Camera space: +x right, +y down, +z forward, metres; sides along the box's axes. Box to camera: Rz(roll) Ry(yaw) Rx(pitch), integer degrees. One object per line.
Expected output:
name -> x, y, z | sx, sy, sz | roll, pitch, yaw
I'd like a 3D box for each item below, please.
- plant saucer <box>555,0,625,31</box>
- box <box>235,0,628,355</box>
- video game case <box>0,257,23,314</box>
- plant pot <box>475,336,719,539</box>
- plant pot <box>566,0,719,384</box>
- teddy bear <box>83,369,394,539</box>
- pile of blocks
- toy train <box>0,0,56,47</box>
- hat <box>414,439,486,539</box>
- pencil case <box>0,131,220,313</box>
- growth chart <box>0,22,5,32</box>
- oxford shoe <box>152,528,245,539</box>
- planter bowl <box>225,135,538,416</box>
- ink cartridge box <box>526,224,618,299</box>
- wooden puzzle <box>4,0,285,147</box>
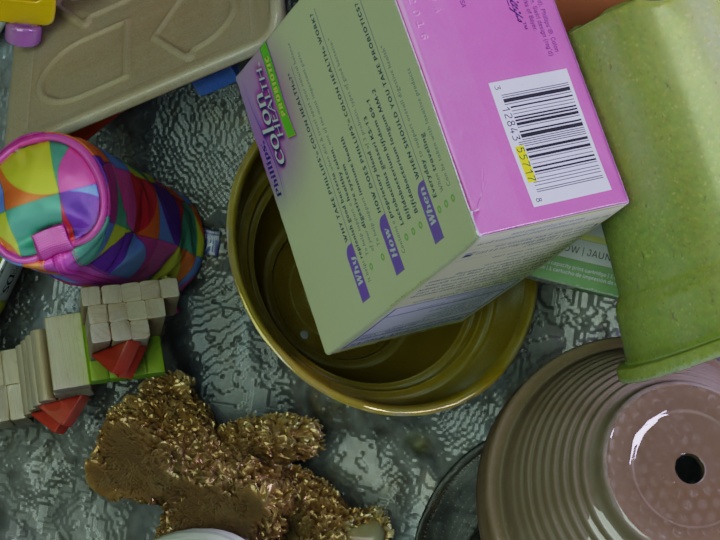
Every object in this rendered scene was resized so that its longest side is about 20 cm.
plant saucer -> 0.121, -0.181, 1.235 | 0.199, 0.038, 0.201 | 0, 65, -1
box -> 0.032, -0.073, 1.145 | 0.096, 0.200, 0.177 | -12, 76, -28
video game case -> -0.317, 0.005, 1.374 | 0.199, 0.025, 0.182 | 30, 97, 27
plant pot -> 0.171, 0.124, 1.195 | 0.199, 0.093, 0.202 | 4, 68, -9
plant pot -> 0.196, -0.063, 1.121 | 0.199, 0.200, 0.185 | -22, 90, 13
teddy bear -> -0.073, 0.145, 1.321 | 0.199, 0.067, 0.146 | 18, 112, 13
pile of blocks -> -0.167, 0.063, 1.307 | 0.200, 0.082, 0.063 | -28, 66, 52
toy train -> -0.208, -0.224, 1.272 | 0.199, 0.056, 0.150 | 30, 112, -22
hat -> 0.119, 0.191, 1.259 | 0.199, 0.081, 0.202 | 0, 89, 13
pencil case -> -0.155, -0.026, 1.273 | 0.088, 0.200, 0.089 | -3, 81, 16
growth chart -> -0.307, -0.208, 1.352 | 0.199, 0.018, 0.145 | 25, 120, -7
oxford shoe -> -0.140, 0.214, 1.306 | 0.199, 0.058, 0.075 | -23, 106, 31
planter bowl -> 0.000, 0.000, 1.268 | 0.199, 0.083, 0.202 | 8, 68, -22
ink cartridge box -> 0.158, -0.084, 1.240 | 0.144, 0.048, 0.201 | 13, 88, -2
wooden puzzle -> -0.128, -0.151, 1.297 | 0.199, 0.186, 0.046 | -25, 127, 15
